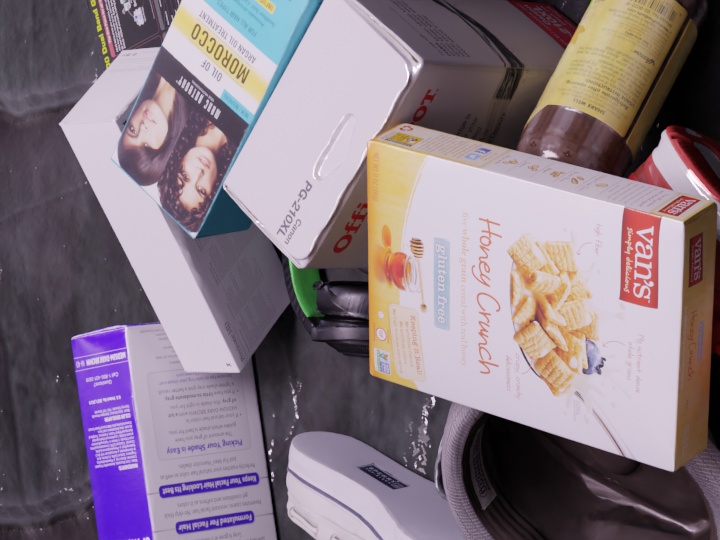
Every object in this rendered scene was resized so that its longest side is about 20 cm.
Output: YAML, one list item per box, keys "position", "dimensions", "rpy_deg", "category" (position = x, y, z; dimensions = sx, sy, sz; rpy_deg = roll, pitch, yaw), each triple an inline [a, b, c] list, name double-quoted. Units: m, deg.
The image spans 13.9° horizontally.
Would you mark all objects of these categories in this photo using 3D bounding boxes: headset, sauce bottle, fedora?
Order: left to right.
- position: [0.000, 0.000, 1.831]
  dimensions: [0.200, 0.094, 0.124]
  rpy_deg: [39, 120, 49]
  category: "headset"
- position: [0.126, -0.081, 1.647]
  dimensions: [0.065, 0.065, 0.200]
  rpy_deg: [7, 59, 44]
  category: "sauce bottle"
- position: [0.144, 0.117, 1.675]
  dimensions: [0.200, 0.090, 0.177]
  rpy_deg: [36, 128, 5]
  category: "fedora"

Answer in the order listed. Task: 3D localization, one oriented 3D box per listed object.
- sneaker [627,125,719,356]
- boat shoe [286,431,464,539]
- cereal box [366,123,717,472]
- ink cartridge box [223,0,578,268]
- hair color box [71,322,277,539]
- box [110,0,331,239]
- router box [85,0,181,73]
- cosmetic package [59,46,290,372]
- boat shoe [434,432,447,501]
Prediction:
- position: [0.186, 0.028, 1.578]
  dimensions: [0.116, 0.078, 0.200]
  rpy_deg: [-49, 43, 27]
  category: "sneaker"
- position: [0.018, 0.167, 1.842]
  dimensions: [0.200, 0.072, 0.066]
  rpy_deg: [28, 116, 42]
  category: "boat shoe"
- position: [0.093, 0.012, 1.564]
  dimensions: [0.200, 0.040, 0.144]
  rpy_deg: [16, 119, 35]
  category: "cereal box"
- position: [0.039, -0.079, 1.702]
  dimensions: [0.084, 0.200, 0.145]
  rpy_deg: [45, 118, 31]
  category: "ink cartridge box"
- position: [-0.119, 0.134, 1.949]
  dimensions: [0.065, 0.109, 0.200]
  rpy_deg: [-14, 83, 45]
  category: "hair color box"
- position: [-0.067, -0.122, 1.688]
  dimensions: [0.082, 0.049, 0.200]
  rpy_deg: [42, 122, 27]
  category: "box"
- position: [-0.103, -0.156, 1.942]
  dimensions: [0.150, 0.062, 0.200]
  rpy_deg: [-22, 78, 43]
  category: "router box"
- position: [-0.114, -0.037, 1.876]
  dimensions: [0.051, 0.083, 0.200]
  rpy_deg: [-2, 126, 33]
  category: "cosmetic package"
- position: [0.091, 0.052, 1.750]
  dimensions: [0.074, 0.068, 0.199]
  rpy_deg: [52, 132, 39]
  category: "boat shoe"
